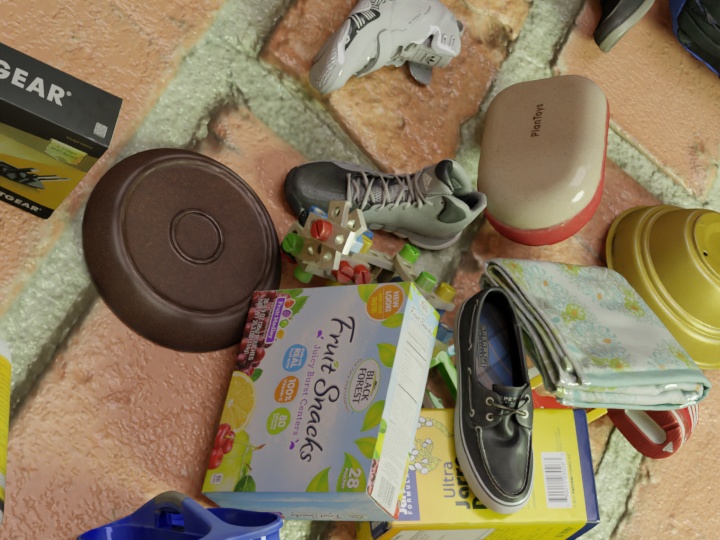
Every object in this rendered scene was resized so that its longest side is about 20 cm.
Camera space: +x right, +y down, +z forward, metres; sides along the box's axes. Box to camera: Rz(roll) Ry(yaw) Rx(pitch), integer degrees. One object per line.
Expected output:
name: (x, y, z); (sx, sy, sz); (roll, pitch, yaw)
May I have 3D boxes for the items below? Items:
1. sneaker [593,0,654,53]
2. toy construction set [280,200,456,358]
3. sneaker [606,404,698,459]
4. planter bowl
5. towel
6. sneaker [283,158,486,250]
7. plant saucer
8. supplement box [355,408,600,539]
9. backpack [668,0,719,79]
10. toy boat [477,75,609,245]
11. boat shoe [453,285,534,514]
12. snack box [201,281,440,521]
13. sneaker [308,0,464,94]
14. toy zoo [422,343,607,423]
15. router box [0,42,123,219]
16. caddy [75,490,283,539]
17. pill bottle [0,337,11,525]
sneaker: (0.281, -0.332, 1.921); (0.106, 0.075, 0.200); (38, 46, -6)
toy construction set: (0.000, 0.000, 1.559); (0.200, 0.092, 0.131); (38, 9, -46)
sneaker: (0.270, 0.101, 1.738); (0.201, 0.078, 0.115); (55, 28, 10)
planter bowl: (0.365, -0.003, 1.796); (0.199, 0.083, 0.202); (19, 51, -25)
towel: (0.222, 0.058, 1.605); (0.199, 0.048, 0.172); (6, 40, -39)
sneaker: (0.034, -0.083, 1.629); (0.199, 0.115, 0.076); (11, 64, -27)
plant saucer: (-0.154, -0.026, 1.543); (0.199, 0.034, 0.202); (13, 64, -27)
supplement box: (0.101, 0.191, 1.532); (0.198, 0.109, 0.110); (2, 67, -16)
backpack: (0.453, -0.299, 1.955); (0.199, 0.163, 0.168); (28, 29, -18)
toy boat: (0.195, -0.097, 1.732); (0.201, 0.130, 0.131); (-77, 152, -44)
boat shoe: (0.123, 0.108, 1.475); (0.069, 0.066, 0.201); (4, 66, -14)
snack box: (-0.032, 0.114, 1.468); (0.068, 0.168, 0.201); (47, 48, -48)
sneaker: (0.033, -0.227, 1.716); (0.115, 0.075, 0.200); (39, 52, -8)
toy zoo: (0.153, 0.112, 1.643); (0.199, 0.020, 0.132); (-26, 84, -20)
router box: (-0.320, -0.130, 1.412); (0.199, 0.157, 0.053); (24, 59, -20)
caddy: (-0.143, 0.228, 1.348); (0.141, 0.200, 0.106); (-9, 91, -32)
pill bottle: (-0.332, 0.107, 1.330); (0.111, 0.112, 0.201); (11, 64, -27)
